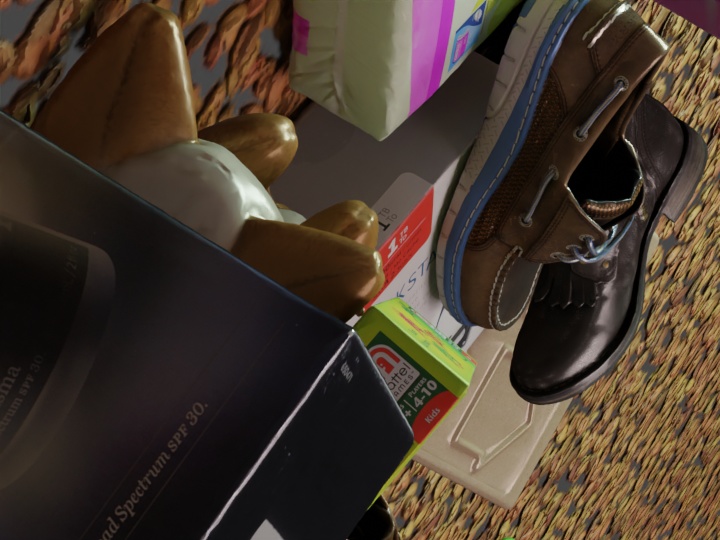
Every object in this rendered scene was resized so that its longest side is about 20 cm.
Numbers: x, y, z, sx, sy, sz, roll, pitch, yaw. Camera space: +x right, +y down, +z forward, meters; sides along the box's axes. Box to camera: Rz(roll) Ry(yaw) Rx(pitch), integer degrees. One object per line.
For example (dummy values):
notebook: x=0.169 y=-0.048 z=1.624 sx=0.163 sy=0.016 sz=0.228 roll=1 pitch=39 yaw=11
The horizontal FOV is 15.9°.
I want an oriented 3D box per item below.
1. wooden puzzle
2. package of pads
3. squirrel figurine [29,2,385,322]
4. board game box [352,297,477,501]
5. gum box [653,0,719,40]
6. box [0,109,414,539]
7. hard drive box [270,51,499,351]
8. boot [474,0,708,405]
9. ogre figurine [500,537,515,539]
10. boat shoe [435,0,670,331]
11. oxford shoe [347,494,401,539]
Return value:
wooden puzzle: x=0.072 y=0.025 z=1.459 sx=0.200 sy=0.046 sz=0.185 roll=32 pitch=87 yaw=-51
package of pads: x=0.040 y=-0.173 z=1.089 sx=0.155 sy=0.068 sz=0.200 roll=-47 pitch=159 yaw=-30
squirrel figurine: x=-0.086 y=0.023 z=1.022 sx=0.200 sy=0.142 sz=0.187 roll=-47 pitch=171 yaw=-5
board game box: x=-0.005 y=0.064 z=1.014 sx=0.102 sy=0.048 sz=0.200 roll=-49 pitch=177 yaw=2
gum box: x=0.240 y=-0.167 z=1.399 sx=0.114 sy=0.200 sz=0.066 roll=-61 pitch=162 yaw=12
box: x=-0.125 y=0.067 z=0.838 sx=0.200 sy=0.198 sz=0.123 roll=-55 pitch=159 yaw=-12
hard drive box: x=0.000 y=0.000 z=1.247 sx=0.156 sy=0.077 sz=0.200 roll=-49 pitch=159 yaw=-27
boot: x=0.096 y=-0.047 z=1.367 sx=0.174 sy=0.069 sz=0.200 roll=40 pitch=71 yaw=-44
ogre figurine: x=0.008 y=0.199 z=1.177 sx=0.200 sy=0.098 sz=0.120 roll=-22 pitch=175 yaw=-7
boat shoe: x=0.089 y=-0.039 z=1.177 sx=0.072 sy=0.072 sz=0.200 roll=-43 pitch=156 yaw=-41
oxford shoe: x=-0.008 y=0.143 z=1.241 sx=0.200 sy=0.071 sz=0.071 roll=60 pitch=40 yaw=-40
